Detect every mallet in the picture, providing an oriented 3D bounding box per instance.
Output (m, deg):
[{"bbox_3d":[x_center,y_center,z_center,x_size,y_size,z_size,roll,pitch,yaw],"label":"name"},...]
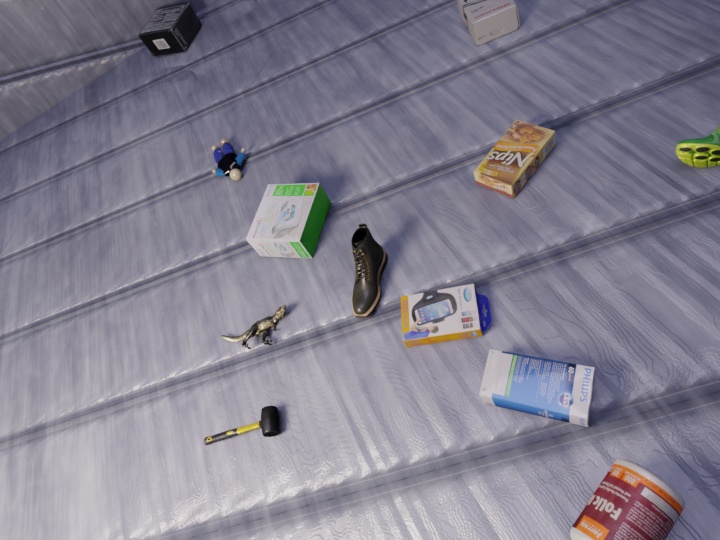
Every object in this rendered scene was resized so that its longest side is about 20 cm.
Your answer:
[{"bbox_3d":[-0.278,0.364,1.208,0.200,0.041,0.066,-15,55,19],"label":"mallet"}]

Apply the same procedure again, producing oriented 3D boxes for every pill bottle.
[{"bbox_3d":[0.411,0.416,0.824,0.114,0.114,0.200,32,74,36],"label":"pill bottle"}]

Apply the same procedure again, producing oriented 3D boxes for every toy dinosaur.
[{"bbox_3d":[-0.268,0.161,1.331,0.200,0.047,0.088,-26,37,6],"label":"toy dinosaur"}]

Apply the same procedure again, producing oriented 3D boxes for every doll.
[{"bbox_3d":[-0.447,-0.375,1.761,0.136,0.048,0.200,-33,51,2],"label":"doll"}]

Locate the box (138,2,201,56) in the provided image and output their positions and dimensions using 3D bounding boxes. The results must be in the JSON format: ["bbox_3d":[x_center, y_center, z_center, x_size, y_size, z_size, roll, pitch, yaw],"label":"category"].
[{"bbox_3d":[-0.873,-1.109,2.383,0.200,0.123,0.199,4,61,23],"label":"box"}]

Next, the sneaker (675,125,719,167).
[{"bbox_3d":[0.805,-0.285,1.150,0.200,0.074,0.084,-6,58,8],"label":"sneaker"}]

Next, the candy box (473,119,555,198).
[{"bbox_3d":[0.399,-0.291,1.335,0.115,0.055,0.200,31,74,35],"label":"candy box"}]

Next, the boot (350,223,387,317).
[{"bbox_3d":[0.000,0.000,1.262,0.077,0.138,0.200,-2,58,22],"label":"boot"}]

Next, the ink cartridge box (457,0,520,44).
[{"bbox_3d":[0.413,-0.846,1.681,0.146,0.086,0.200,-19,51,11],"label":"ink cartridge box"}]

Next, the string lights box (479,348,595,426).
[{"bbox_3d":[0.345,0.227,1.013,0.200,0.059,0.103,8,62,27],"label":"string lights box"}]

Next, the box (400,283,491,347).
[{"bbox_3d":[0.193,0.101,1.176,0.200,0.041,0.119,-13,54,18],"label":"box"}]

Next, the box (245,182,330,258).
[{"bbox_3d":[-0.202,-0.142,1.472,0.176,0.097,0.200,4,61,23],"label":"box"}]
